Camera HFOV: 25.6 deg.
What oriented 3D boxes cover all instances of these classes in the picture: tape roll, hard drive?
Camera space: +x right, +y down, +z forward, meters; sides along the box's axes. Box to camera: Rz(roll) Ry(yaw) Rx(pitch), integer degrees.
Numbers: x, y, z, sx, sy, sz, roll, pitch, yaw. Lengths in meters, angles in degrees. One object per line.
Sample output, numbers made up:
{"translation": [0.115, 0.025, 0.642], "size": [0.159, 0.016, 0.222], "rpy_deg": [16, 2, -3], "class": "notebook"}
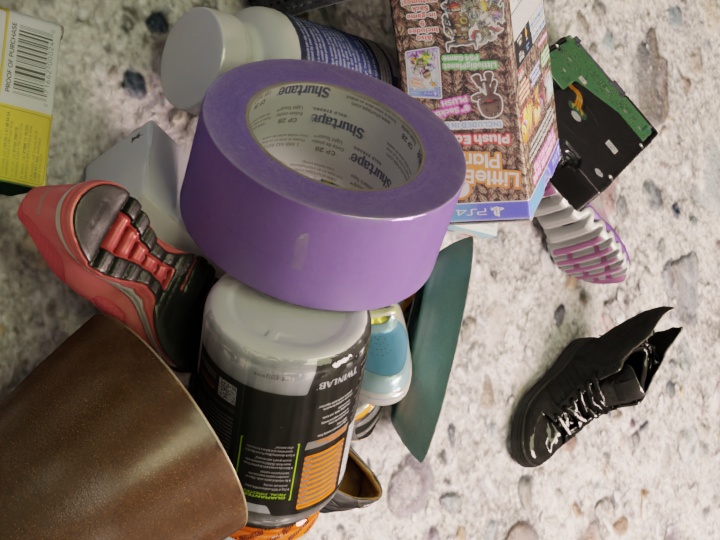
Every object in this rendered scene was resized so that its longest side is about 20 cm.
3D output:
{"translation": [-0.028, -0.066, 1.163], "size": [0.199, 0.200, 0.085], "rpy_deg": [-20, 140, -42], "class": "tape roll"}
{"translation": [0.206, -0.147, 1.535], "size": [0.140, 0.038, 0.200], "rpy_deg": [50, 34, 0], "class": "hard drive"}

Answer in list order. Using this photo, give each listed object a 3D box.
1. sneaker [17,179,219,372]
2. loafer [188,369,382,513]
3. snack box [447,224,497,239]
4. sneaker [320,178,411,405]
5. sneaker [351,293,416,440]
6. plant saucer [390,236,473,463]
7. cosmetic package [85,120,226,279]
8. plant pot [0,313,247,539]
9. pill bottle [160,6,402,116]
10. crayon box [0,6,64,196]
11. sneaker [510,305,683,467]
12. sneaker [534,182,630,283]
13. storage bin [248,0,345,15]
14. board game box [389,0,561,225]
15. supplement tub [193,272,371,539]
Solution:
{"translation": [-0.171, -0.001, 1.138], "size": [0.074, 0.086, 0.200], "rpy_deg": [-61, 141, -24], "class": "sneaker"}
{"translation": [-0.057, 0.133, 1.307], "size": [0.200, 0.072, 0.073], "rpy_deg": [40, 62, -33], "class": "loafer"}
{"translation": [0.084, -0.138, 1.486], "size": [0.116, 0.037, 0.201], "rpy_deg": [12, 79, -43], "class": "snack box"}
{"translation": [0.000, 0.000, 1.285], "size": [0.079, 0.131, 0.201], "rpy_deg": [-7, 52, -17], "class": "sneaker"}
{"translation": [0.005, 0.056, 1.381], "size": [0.077, 0.078, 0.201], "rpy_deg": [77, 28, -53], "class": "sneaker"}
{"translation": [0.059, 0.065, 1.377], "size": [0.036, 0.200, 0.201], "rpy_deg": [12, 75, -1], "class": "plant saucer"}
{"translation": [-0.123, -0.008, 1.229], "size": [0.200, 0.071, 0.102], "rpy_deg": [46, 22, -31], "class": "cosmetic package"}
{"translation": [-0.213, 0.163, 1.106], "size": [0.200, 0.187, 0.188], "rpy_deg": [-35, 111, -22], "class": "plant pot"}
{"translation": [-0.061, -0.152, 1.300], "size": [0.199, 0.111, 0.112], "rpy_deg": [10, 80, -43], "class": "pill bottle"}
{"translation": [-0.309, -0.134, 1.105], "size": [0.199, 0.051, 0.128], "rpy_deg": [13, 77, -43], "class": "crayon box"}
{"translation": [0.233, 0.114, 1.561], "size": [0.200, 0.104, 0.060], "rpy_deg": [-51, 120, -33], "class": "sneaker"}
{"translation": [0.212, -0.070, 1.579], "size": [0.200, 0.080, 0.089], "rpy_deg": [49, 49, -28], "class": "sneaker"}
{"translation": [-0.002, -0.281, 1.303], "size": [0.135, 0.199, 0.094], "rpy_deg": [-33, 110, -39], "class": "storage bin"}
{"translation": [0.102, -0.161, 1.345], "size": [0.160, 0.096, 0.201], "rpy_deg": [-55, 140, -62], "class": "board game box"}
{"translation": [-0.064, 0.102, 1.177], "size": [0.122, 0.122, 0.201], "rpy_deg": [-29, 143, -41], "class": "supplement tub"}
